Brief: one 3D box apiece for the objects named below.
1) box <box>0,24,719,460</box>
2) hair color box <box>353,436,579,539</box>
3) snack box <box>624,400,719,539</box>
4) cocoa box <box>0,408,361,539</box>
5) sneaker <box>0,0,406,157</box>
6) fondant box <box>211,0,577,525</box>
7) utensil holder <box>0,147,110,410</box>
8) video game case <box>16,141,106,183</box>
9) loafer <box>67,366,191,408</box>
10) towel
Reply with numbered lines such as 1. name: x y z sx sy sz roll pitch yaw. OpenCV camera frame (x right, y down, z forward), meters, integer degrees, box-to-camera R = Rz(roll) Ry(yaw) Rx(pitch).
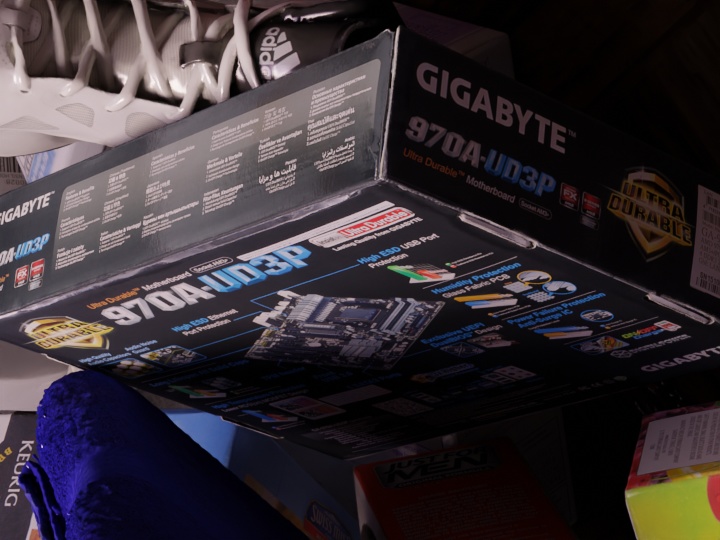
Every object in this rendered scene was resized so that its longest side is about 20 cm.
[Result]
1. box: 0.002 0.001 0.754 0.200 0.159 0.046 -18 59 47
2. hair color box: 0.050 0.139 0.795 0.200 0.061 0.102 -121 22 -69
3. snack box: 0.169 0.128 0.724 0.142 0.053 0.201 -11 110 18
4. cocoa box: -0.065 0.149 0.917 0.131 0.134 0.200 -2 151 28
5. sneaker: -0.059 -0.072 0.749 0.115 0.200 0.076 -15 65 51
6. fondant box: 0.000 0.000 0.921 0.144 0.058 0.201 22 133 45
7. utensil holder: -0.181 0.033 1.098 0.170 0.170 0.200 50 145 15
8. video game case: -0.131 -0.148 0.978 0.183 0.022 0.200 63 152 24
9. loafer: -0.091 0.090 1.028 0.200 0.070 0.070 102 145 -59
10. towel: -0.035 0.107 0.719 0.148 0.050 0.200 43 -178 -16
